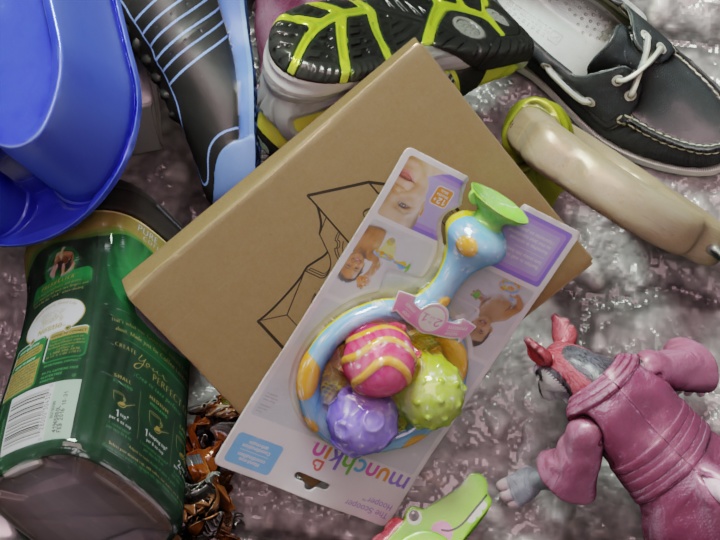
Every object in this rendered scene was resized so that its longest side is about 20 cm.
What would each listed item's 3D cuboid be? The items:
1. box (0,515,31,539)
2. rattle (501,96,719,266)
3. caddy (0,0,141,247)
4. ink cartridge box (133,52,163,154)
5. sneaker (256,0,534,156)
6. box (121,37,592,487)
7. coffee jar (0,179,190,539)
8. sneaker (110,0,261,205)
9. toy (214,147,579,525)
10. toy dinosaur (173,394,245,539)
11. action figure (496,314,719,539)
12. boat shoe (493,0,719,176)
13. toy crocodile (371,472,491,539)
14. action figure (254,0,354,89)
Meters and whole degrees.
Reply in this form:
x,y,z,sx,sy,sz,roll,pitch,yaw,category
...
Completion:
x,y,z,sx,sy,sz,roll,pitch,yaw,category
-0.292,0.107,1.016,0.199,0.106,0.153,-15,76,-6,box
0.148,0.000,1.077,0.200,0.130,0.143,32,84,-18,rattle
-0.195,-0.113,0.997,0.141,0.105,0.201,-20,72,17,caddy
-0.225,-0.130,1.096,0.199,0.086,0.148,-10,74,-6,ink cartridge box
0.015,-0.112,1.039,0.199,0.077,0.075,-15,53,-42,sneaker
0.000,0.000,0.991,0.200,0.021,0.164,-39,117,5,box
-0.138,0.049,1.006,0.085,0.104,0.201,-22,43,25,coffee jar
-0.099,-0.127,1.034,0.077,0.070,0.201,-7,84,-1,sneaker
0.024,0.047,0.977,0.115,0.047,0.200,24,105,-27,toy
-0.114,0.160,1.030,0.136,0.102,0.200,40,95,24,toy dinosaur
0.161,0.106,1.007,0.200,0.149,0.134,44,84,-4,action figure
0.143,-0.126,1.117,0.199,0.060,0.076,30,76,7,boat shoe
0.000,0.187,1.022,0.062,0.068,0.200,39,77,10,toy crocodile
-0.047,-0.191,1.125,0.149,0.134,0.200,-41,79,16,action figure
